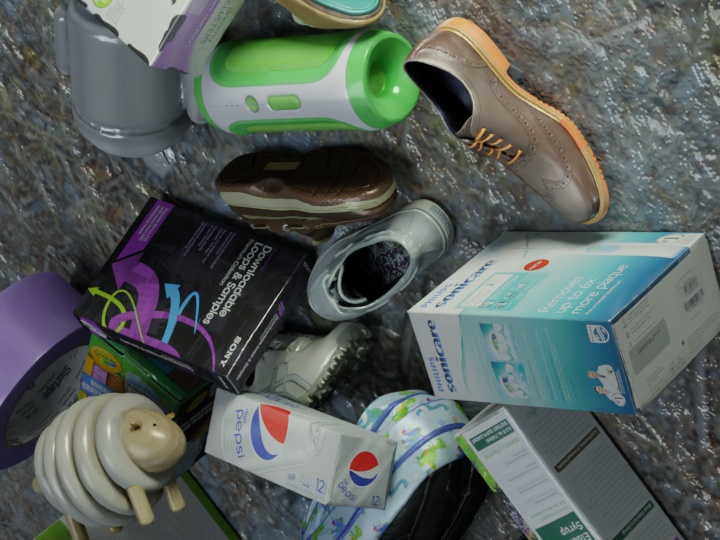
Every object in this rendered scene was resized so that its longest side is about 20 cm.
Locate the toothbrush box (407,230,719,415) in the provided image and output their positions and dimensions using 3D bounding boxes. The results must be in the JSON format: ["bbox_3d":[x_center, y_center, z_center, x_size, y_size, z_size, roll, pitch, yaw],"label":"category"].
[{"bbox_3d":[0.162,0.037,1.473,0.199,0.146,0.086,1,118,44],"label":"toothbrush box"}]

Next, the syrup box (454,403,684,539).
[{"bbox_3d":[0.181,0.191,1.614,0.200,0.081,0.079,54,141,0],"label":"syrup box"}]

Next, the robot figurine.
[{"bbox_3d":[-0.203,-0.185,1.680,0.169,0.113,0.201,24,132,23],"label":"robot figurine"}]

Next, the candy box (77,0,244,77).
[{"bbox_3d":[-0.170,-0.284,1.533,0.200,0.071,0.168,42,108,26],"label":"candy box"}]

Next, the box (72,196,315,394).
[{"bbox_3d":[-0.156,0.020,1.763,0.199,0.143,0.036,20,157,31],"label":"box"}]

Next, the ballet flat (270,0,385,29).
[{"bbox_3d":[-0.053,-0.240,1.546,0.200,0.068,0.063,39,148,29],"label":"ballet flat"}]

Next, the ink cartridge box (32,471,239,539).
[{"bbox_3d":[-0.250,0.296,2.000,0.148,0.200,0.076,52,140,1],"label":"ink cartridge box"}]

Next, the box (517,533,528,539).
[{"bbox_3d":[0.172,0.356,1.708,0.200,0.123,0.199,46,138,10],"label":"box"}]

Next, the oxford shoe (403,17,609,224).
[{"bbox_3d":[0.111,-0.105,1.475,0.200,0.073,0.071,46,139,7],"label":"oxford shoe"}]

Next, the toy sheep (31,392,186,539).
[{"bbox_3d":[-0.243,0.184,1.781,0.199,0.138,0.138,-22,102,31],"label":"toy sheep"}]

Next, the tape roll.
[{"bbox_3d":[-0.350,0.105,1.958,0.085,0.200,0.201,38,138,14],"label":"tape roll"}]

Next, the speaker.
[{"bbox_3d":[-0.047,-0.157,1.575,0.199,0.088,0.089,2,119,42],"label":"speaker"}]

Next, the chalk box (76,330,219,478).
[{"bbox_3d":[-0.191,0.096,1.864,0.124,0.125,0.201,37,136,17],"label":"chalk box"}]

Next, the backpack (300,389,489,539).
[{"bbox_3d":[0.038,0.206,1.705,0.200,0.162,0.154,-50,56,41],"label":"backpack"}]

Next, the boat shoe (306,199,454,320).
[{"bbox_3d":[0.001,0.001,1.654,0.070,0.071,0.201,54,140,-2],"label":"boat shoe"}]

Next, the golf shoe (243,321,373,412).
[{"bbox_3d":[-0.062,0.089,1.776,0.097,0.078,0.200,50,139,8],"label":"golf shoe"}]

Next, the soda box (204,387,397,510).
[{"bbox_3d":[-0.056,0.156,1.671,0.200,0.068,0.064,15,94,53],"label":"soda box"}]

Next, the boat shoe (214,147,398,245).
[{"bbox_3d":[-0.037,-0.062,1.656,0.202,0.075,0.075,10,138,46],"label":"boat shoe"}]
